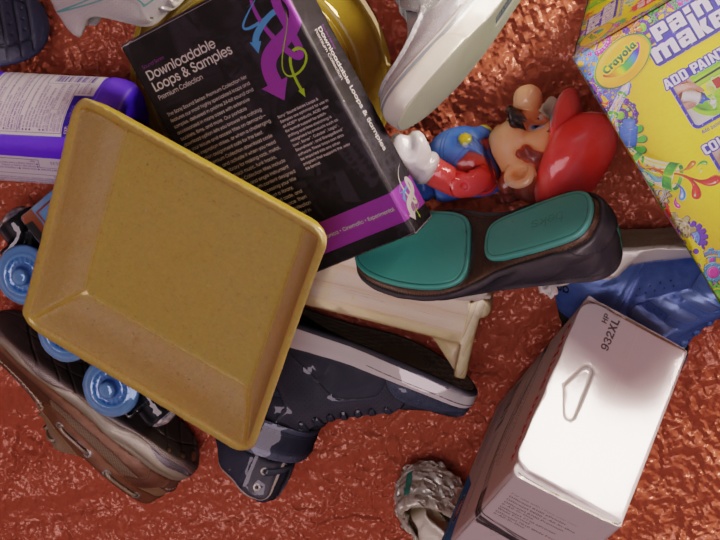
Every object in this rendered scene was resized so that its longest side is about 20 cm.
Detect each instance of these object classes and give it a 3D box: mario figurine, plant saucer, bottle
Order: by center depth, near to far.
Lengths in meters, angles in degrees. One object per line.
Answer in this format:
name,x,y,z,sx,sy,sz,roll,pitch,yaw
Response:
plant saucer,-0.124,-0.003,1.252,0.199,0.048,0.201,29,125,12
mario figurine,0.083,-0.093,1.259,0.199,0.124,0.106,-6,135,27
bottle,-0.257,-0.105,1.313,0.198,0.084,0.066,4,134,14

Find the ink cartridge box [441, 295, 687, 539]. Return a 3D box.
ink cartridge box,0.137,0.132,1.267,0.083,0.146,0.200,27,151,0

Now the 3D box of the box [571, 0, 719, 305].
box,0.240,-0.111,1.180,0.122,0.200,0.193,-30,103,19

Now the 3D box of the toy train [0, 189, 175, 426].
toy train,-0.187,0.020,1.362,0.114,0.087,0.200,-38,90,17

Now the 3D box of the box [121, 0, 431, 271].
box,-0.058,-0.095,1.220,0.142,0.036,0.201,-20,105,34

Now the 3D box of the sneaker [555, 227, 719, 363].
sneaker,0.239,0.029,1.296,0.198,0.077,0.112,-1,107,12

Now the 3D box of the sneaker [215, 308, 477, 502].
sneaker,-0.019,0.115,1.368,0.201,0.077,0.147,17,101,15

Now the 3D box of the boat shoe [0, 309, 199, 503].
boat shoe,-0.221,0.112,1.416,0.200,0.076,0.072,40,114,-3

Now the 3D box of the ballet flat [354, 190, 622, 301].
ballet flat,0.090,-0.007,1.220,0.199,0.073,0.073,-10,108,35

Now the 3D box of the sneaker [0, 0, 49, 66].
sneaker,-0.330,-0.175,1.340,0.198,0.082,0.075,-5,83,-6

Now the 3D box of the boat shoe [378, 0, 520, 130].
boat shoe,0.061,-0.185,1.225,0.071,0.070,0.201,33,74,12

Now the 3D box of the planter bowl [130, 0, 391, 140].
planter bowl,-0.081,-0.130,1.297,0.199,0.084,0.202,3,109,9

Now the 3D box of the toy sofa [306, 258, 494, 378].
toy sofa,0.000,0.000,1.326,0.199,0.083,0.098,13,109,4

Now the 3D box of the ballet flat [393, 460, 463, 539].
ballet flat,0.088,0.239,1.407,0.072,0.072,0.200,-35,101,20

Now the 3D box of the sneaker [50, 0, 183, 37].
sneaker,-0.135,-0.218,1.261,0.199,0.070,0.081,-9,109,24
